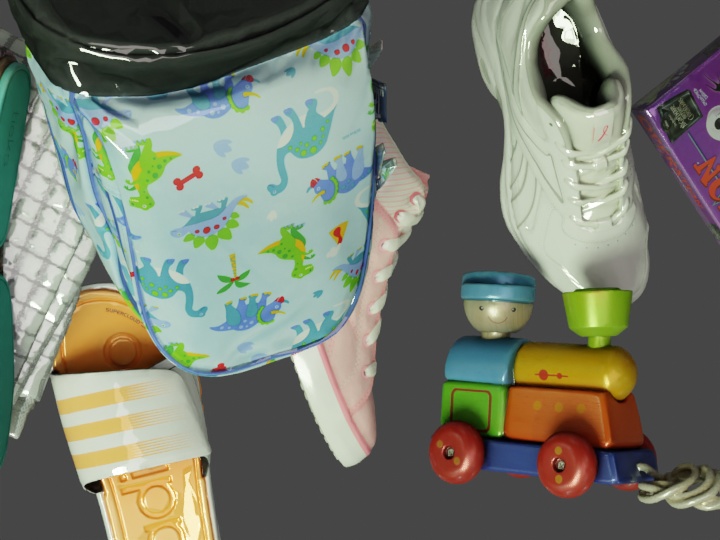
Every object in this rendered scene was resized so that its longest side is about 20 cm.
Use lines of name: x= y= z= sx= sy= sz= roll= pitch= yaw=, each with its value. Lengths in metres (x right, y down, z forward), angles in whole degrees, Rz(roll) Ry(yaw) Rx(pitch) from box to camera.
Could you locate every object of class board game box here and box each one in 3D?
board game box: x=0.260 y=-0.051 z=0.891 sx=0.120 sy=0.032 sz=0.201 roll=-37 pitch=104 yaw=-1

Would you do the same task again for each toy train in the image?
toy train: x=0.131 y=0.061 z=0.803 sx=0.084 sy=0.198 sz=0.118 roll=5 pitch=87 yaw=-52

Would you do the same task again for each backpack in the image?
backpack: x=-0.064 y=-0.052 z=0.683 sx=0.161 sy=0.201 sz=0.155 roll=-19 pitch=61 yaw=-21

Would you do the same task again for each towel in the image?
towel: x=-0.214 y=-0.026 z=0.758 sx=0.164 sy=0.086 sz=0.202 roll=23 pitch=91 yaw=-11

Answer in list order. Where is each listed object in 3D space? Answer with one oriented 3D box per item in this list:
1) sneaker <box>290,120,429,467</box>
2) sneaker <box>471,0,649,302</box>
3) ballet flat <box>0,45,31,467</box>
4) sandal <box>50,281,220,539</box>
sneaker: x=0.000 y=0.000 z=0.814 sx=0.103 sy=0.075 sz=0.203 roll=-18 pitch=97 yaw=-4
sneaker: x=0.116 y=-0.067 z=0.818 sx=0.077 sy=0.099 sz=0.202 roll=-22 pitch=102 yaw=-8
ballet flat: x=-0.193 y=-0.005 z=0.693 sx=0.070 sy=0.069 sz=0.203 roll=4 pitch=91 yaw=8
sandal: x=-0.112 y=0.108 z=0.814 sx=0.078 sy=0.059 sz=0.209 roll=-16 pitch=100 yaw=-8
